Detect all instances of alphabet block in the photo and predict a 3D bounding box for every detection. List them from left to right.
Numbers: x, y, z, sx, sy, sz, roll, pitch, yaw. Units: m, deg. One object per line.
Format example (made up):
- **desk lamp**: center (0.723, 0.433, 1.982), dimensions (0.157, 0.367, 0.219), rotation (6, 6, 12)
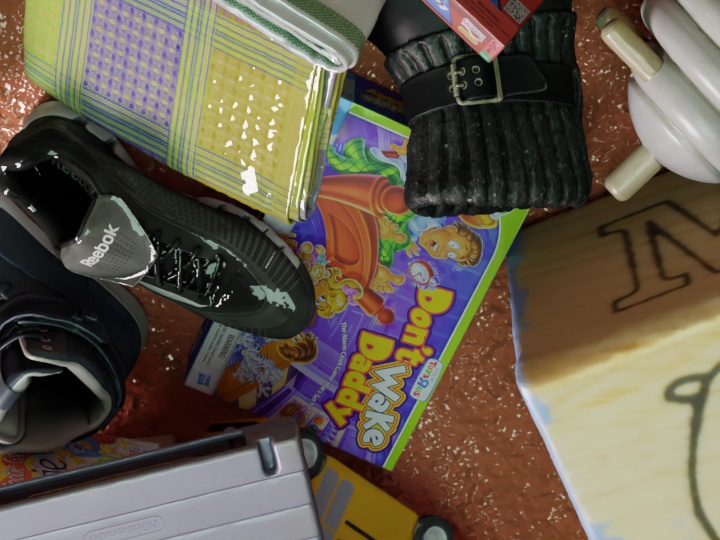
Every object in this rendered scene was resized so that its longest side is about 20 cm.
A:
- **alphabet block**: center (0.206, 0.059, 1.340), dimensions (0.199, 0.197, 0.196), rotation (-22, 114, 11)

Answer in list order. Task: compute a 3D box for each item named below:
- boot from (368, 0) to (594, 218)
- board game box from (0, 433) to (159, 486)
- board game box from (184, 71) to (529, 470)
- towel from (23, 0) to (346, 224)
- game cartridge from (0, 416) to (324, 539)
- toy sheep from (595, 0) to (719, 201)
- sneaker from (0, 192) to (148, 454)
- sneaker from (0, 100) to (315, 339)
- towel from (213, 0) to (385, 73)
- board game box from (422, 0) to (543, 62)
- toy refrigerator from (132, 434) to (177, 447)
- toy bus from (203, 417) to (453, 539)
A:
- **boot**: center (0.021, -0.107, 1.301), dimensions (0.210, 0.079, 0.159), rotation (2, 93, 0)
- **board game box**: center (-0.179, 0.200, 1.377), dimensions (0.102, 0.105, 0.201), rotation (9, 115, -10)
- **board game box**: center (0.000, 0.000, 1.399), dimensions (0.134, 0.045, 0.201), rotation (23, 113, -9)
- **towel**: center (-0.094, -0.120, 1.300), dimensions (0.199, 0.023, 0.144), rotation (26, 126, 22)
- **game cartridge**: center (-0.117, 0.156, 1.287), dimensions (0.199, 0.038, 0.130), rotation (-13, 122, -2)
- **toy sheep**: center (0.201, -0.114, 1.297), dimensions (0.138, 0.138, 0.200), rotation (42, 106, -16)
- **sneaker**: center (-0.214, 0.020, 1.360), dimensions (0.202, 0.146, 0.077), rotation (30, 114, -11)
- **sneaker**: center (-0.119, -0.016, 1.339), dimensions (0.200, 0.090, 0.067), rotation (34, 115, 6)
- **towel**: center (-0.037, -0.205, 1.233), dimensions (0.149, 0.201, 0.031), rotation (31, 143, -14)
- **board game box**: center (0.020, -0.204, 1.234), dimensions (0.200, 0.103, 0.019), rotation (43, 140, -3)
- **toy refrigerator**: center (-0.131, 0.207, 1.482), dimensions (0.070, 0.076, 0.201), rotation (-6, 115, 4)
- **toy bus**: center (-0.011, 0.161, 1.435), dimensions (0.200, 0.065, 0.079), rotation (36, 67, -29)
